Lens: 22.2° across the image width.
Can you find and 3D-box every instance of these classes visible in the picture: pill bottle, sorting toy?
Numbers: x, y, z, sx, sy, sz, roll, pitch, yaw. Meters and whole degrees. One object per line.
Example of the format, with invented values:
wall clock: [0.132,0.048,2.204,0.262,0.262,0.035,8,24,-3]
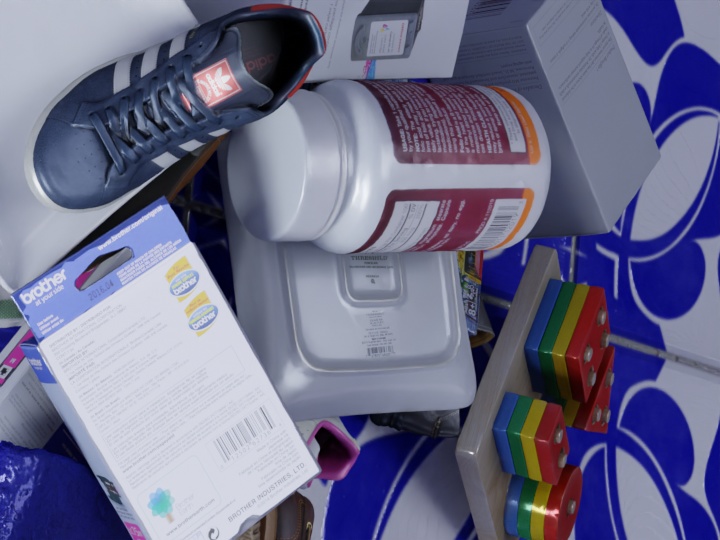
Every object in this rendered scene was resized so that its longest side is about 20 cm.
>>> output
pill bottle: [0.019,-0.069,1.220,0.198,0.114,0.116,-1,89,-36]
sorting toy: [0.155,0.121,1.507,0.200,0.069,0.201,72,35,-53]

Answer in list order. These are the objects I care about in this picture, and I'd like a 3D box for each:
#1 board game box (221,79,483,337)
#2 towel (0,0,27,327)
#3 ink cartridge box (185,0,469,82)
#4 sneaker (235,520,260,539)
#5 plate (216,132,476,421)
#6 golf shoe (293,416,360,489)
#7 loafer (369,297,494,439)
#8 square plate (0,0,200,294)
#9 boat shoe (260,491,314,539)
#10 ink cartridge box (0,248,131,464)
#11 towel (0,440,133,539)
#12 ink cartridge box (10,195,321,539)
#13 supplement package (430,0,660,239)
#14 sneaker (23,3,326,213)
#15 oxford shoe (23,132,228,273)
board game box: [0.001,-0.066,1.357,0.198,0.061,0.202,18,68,-33]
towel: [-0.191,-0.066,1.151,0.149,0.030,0.203,1,98,-54]
ink cartridge box: [-0.040,-0.190,1.266,0.199,0.147,0.087,-11,119,-51]
sneaker: [-0.111,0.170,1.196,0.071,0.112,0.202,-18,103,-34]
plate: [0.000,0.000,1.282,0.198,0.032,0.203,-1,80,-37]
golf shoe: [-0.077,0.111,1.248,0.199,0.091,0.076,-3,128,-50]
loafer: [0.071,0.040,1.445,0.073,0.072,0.202,99,11,-71]
square plate: [-0.191,-0.124,1.074,0.198,0.028,0.201,-42,110,-25]
boat shoe: [-0.071,0.245,1.275,0.070,0.070,0.202,31,65,-44]
ink cartridge box: [-0.188,0.079,1.143,0.201,0.037,0.095,-56,139,-26]
towel: [-0.205,0.208,1.102,0.147,0.049,0.202,30,75,-59]
ink cartridge box: [-0.119,0.071,1.101,0.119,0.042,0.201,-35,107,-25]
supplement package: [0.151,-0.141,1.534,0.117,0.116,0.201,-50,124,-41]
sneaker: [-0.103,-0.101,1.061,0.199,0.084,0.075,-38,108,-26]
oxford shoe: [-0.146,-0.049,1.142,0.071,0.071,0.200,42,63,10]
